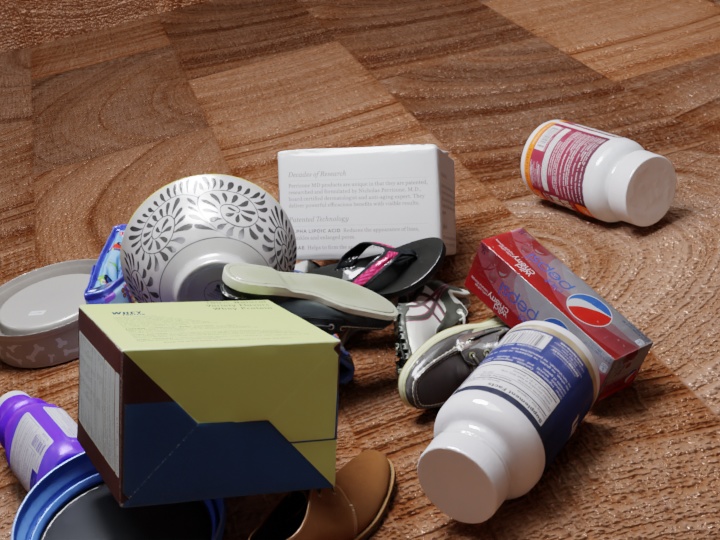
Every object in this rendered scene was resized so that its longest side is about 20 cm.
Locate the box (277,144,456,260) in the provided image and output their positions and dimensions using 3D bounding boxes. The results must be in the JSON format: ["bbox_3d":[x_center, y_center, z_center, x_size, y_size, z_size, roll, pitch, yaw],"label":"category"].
[{"bbox_3d":[0.014,-0.080,1.506,0.197,0.133,0.199,-1,0,10],"label":"box"}]

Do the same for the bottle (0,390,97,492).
[{"bbox_3d":[-0.335,0.185,1.280,0.065,0.084,0.199,10,10,-36],"label":"bottle"}]

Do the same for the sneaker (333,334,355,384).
[{"bbox_3d":[-0.089,0.101,1.309,0.198,0.076,0.078,-9,24,-36],"label":"sneaker"}]

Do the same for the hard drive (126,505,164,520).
[{"bbox_3d":[-0.171,0.189,1.266,0.199,0.026,0.132,-26,29,-26],"label":"hard drive"}]

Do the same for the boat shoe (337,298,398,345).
[{"bbox_3d":[-0.039,0.048,1.437,0.075,0.073,0.199,16,38,44],"label":"boat shoe"}]

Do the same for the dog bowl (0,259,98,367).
[{"bbox_3d":[-0.398,0.057,1.588,0.198,0.059,0.201,-10,26,5],"label":"dog bowl"}]

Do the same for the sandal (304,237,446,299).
[{"bbox_3d":[0.000,0.000,1.373,0.198,0.045,0.076,-15,38,13],"label":"sandal"}]

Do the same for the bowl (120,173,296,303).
[{"bbox_3d":[-0.161,0.005,1.326,0.198,0.203,0.094,-14,30,-4],"label":"bowl"}]

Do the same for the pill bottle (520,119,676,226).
[{"bbox_3d":[0.310,-0.127,1.592,0.109,0.111,0.199,-24,29,-24],"label":"pill bottle"}]

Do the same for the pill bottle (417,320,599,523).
[{"bbox_3d":[0.136,0.142,1.133,0.110,0.112,0.200,8,32,34],"label":"pill bottle"}]

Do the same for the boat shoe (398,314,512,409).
[{"bbox_3d":[0.131,0.092,1.277,0.199,0.074,0.065,-26,24,-26],"label":"boat shoe"}]

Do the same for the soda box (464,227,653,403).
[{"bbox_3d":[0.201,0.043,1.258,0.070,0.064,0.200,-17,49,-38],"label":"soda box"}]

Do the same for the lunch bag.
[{"bbox_3d":[-0.261,0.052,1.434,0.093,0.152,0.201,-6,26,12],"label":"lunch bag"}]

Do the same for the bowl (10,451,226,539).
[{"bbox_3d":[-0.222,0.242,1.128,0.198,0.040,0.202,-3,37,2],"label":"bowl"}]

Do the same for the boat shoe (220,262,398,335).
[{"bbox_3d":[-0.058,0.045,1.283,0.197,0.067,0.075,10,22,-27],"label":"boat shoe"}]

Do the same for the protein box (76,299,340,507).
[{"bbox_3d":[-0.145,0.113,1.113,0.196,0.137,0.200,-1,10,-24],"label":"protein box"}]

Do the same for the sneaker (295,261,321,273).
[{"bbox_3d":[-0.101,0.023,1.495,0.074,0.089,0.200,0,25,27],"label":"sneaker"}]

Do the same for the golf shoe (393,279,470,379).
[{"bbox_3d":[0.080,0.064,1.358,0.087,0.078,0.201,1,29,5],"label":"golf shoe"}]

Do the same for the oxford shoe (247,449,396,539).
[{"bbox_3d":[-0.032,0.216,1.107,0.071,0.072,0.200,6,30,35],"label":"oxford shoe"}]
